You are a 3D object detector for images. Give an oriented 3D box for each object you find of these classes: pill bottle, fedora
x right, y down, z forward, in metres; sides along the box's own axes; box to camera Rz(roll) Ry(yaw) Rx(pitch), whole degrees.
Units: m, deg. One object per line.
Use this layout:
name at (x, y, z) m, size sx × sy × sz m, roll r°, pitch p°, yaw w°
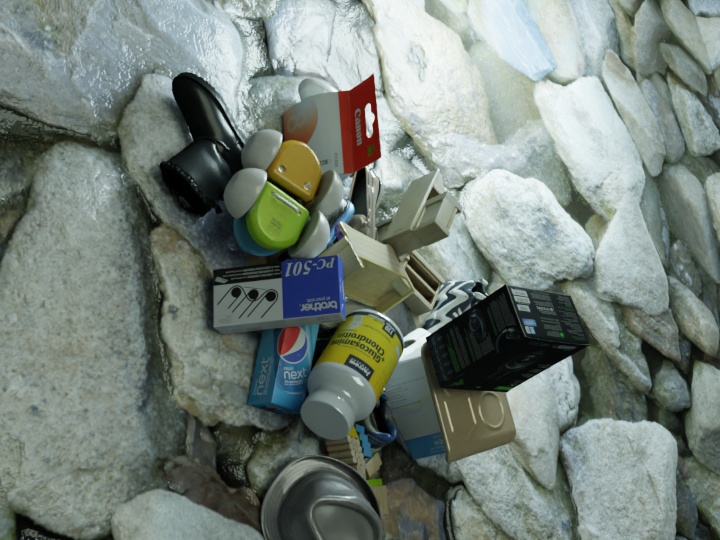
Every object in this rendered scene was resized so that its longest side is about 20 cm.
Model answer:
pill bottle at (-0.015, 0.161, 1.410) m, size 0.112 × 0.112 × 0.200 m, roll 50°, pitch 42°, yaw -17°
fedora at (-0.042, 0.377, 1.358) m, size 0.200 × 0.090 × 0.177 m, roll 47°, pitch 69°, yaw -16°

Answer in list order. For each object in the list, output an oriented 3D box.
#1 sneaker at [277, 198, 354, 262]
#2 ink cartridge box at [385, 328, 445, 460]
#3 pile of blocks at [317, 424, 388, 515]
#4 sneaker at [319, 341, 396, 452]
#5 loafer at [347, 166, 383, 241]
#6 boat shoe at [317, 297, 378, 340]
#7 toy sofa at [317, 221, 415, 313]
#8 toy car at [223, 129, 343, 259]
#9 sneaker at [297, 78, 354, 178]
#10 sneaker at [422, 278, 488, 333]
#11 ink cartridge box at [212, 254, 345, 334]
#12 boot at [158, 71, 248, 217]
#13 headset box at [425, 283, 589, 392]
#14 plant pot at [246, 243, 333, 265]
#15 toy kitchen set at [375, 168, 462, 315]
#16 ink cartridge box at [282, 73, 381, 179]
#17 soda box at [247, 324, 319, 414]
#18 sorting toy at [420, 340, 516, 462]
sneaker at (-0.086, -0.064, 1.522) m, size 0.083 × 0.071 × 0.200 m, roll 38°, pitch 50°, yaw -1°
ink cartridge box at (0.128, 0.206, 1.604) m, size 0.128 × 0.125 × 0.201 m, roll -28°, pitch 94°, yaw -46°
pile of blocks at (-0.017, 0.310, 1.475) m, size 0.082 × 0.062 × 0.202 m, roll -29°, pitch 103°, yaw -56°
sneaker at (0.004, 0.203, 1.516) m, size 0.077 × 0.085 × 0.201 m, roll -29°, pitch 94°, yaw -46°
loafer at (-0.006, -0.097, 1.624) m, size 0.063 × 0.071 × 0.201 m, roll 53°, pitch 40°, yaw -52°
boat shoe at (-0.032, 0.082, 1.553) m, size 0.199 × 0.057 × 0.067 m, roll 0°, pitch 61°, yaw -56°
toy sofa at (0.000, 0.000, 1.523) m, size 0.200 × 0.083 × 0.098 m, roll 22°, pitch 35°, yaw -58°
toy car at (-0.136, -0.106, 1.434) m, size 0.174 × 0.150 × 0.201 m, roll 34°, pitch 50°, yaw -23°
sneaker at (-0.049, -0.256, 1.657) m, size 0.200 × 0.073 × 0.085 m, roll 50°, pitch 44°, yaw -19°
sneaker at (0.192, 0.095, 1.708) m, size 0.079 × 0.129 × 0.200 m, roll 42°, pitch 49°, yaw -22°
ink cartridge box at (-0.124, 0.037, 1.389) m, size 0.044 × 0.198 × 0.095 m, roll 63°, pitch 22°, yaw -69°
boot at (-0.260, -0.194, 1.432) m, size 0.199 × 0.073 × 0.163 m, roll 53°, pitch 45°, yaw -20°
headset box at (0.228, 0.116, 1.459) m, size 0.173 × 0.200 × 0.093 m, roll 10°, pitch 54°, yaw -42°
plant pot at (-0.104, -0.016, 1.541) m, size 0.199 × 0.027 × 0.202 m, roll 19°, pitch 61°, yaw -37°
toy kitchen set at (0.140, -0.058, 1.668) m, size 0.180 × 0.199 × 0.164 m, roll 44°, pitch 49°, yaw -22°
ink cartridge box at (-0.053, -0.230, 1.552) m, size 0.050 × 0.199 × 0.164 m, roll 12°, pitch 65°, yaw -40°
soda box at (-0.115, 0.119, 1.428) m, size 0.064 × 0.068 × 0.202 m, roll 23°, pitch 67°, yaw -36°
sorting toy at (0.180, 0.208, 1.543) m, size 0.184 × 0.036 × 0.202 m, roll -5°, pitch 81°, yaw -44°
